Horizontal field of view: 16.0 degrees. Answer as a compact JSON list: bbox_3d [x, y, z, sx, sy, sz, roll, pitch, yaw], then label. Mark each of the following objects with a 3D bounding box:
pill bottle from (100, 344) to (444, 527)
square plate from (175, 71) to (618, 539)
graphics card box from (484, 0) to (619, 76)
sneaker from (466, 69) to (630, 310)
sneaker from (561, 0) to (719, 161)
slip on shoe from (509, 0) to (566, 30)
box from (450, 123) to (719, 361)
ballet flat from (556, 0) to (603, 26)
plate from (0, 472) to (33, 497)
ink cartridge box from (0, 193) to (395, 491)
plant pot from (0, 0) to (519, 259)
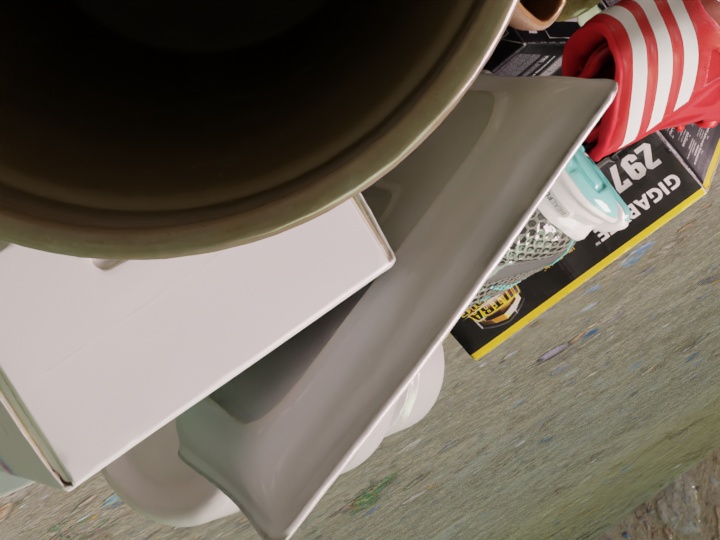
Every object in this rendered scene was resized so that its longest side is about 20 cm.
[{"bbox_3d":[-0.045,0.063,1.394,0.114,0.115,0.200,-41,164,34],"label":"pill bottle"},{"bbox_3d":[0.000,0.000,0.967,0.200,0.028,0.198,-53,-165,-4],"label":"square plate"},{"bbox_3d":[0.068,-0.090,1.236,0.125,0.051,0.200,-38,166,28],"label":"graphics card box"},{"bbox_3d":[0.047,-0.029,1.068,0.091,0.078,0.200,-39,-175,1],"label":"sneaker"},{"bbox_3d":[0.144,-0.087,1.056,0.115,0.079,0.200,-22,159,15],"label":"sneaker"},{"bbox_3d":[0.044,-0.150,0.853,0.076,0.061,0.200,-47,160,-28],"label":"slip on shoe"},{"bbox_3d":[0.124,-0.050,1.358,0.160,0.049,0.200,-36,-170,26],"label":"box"},{"bbox_3d":[0.130,-0.135,1.144,0.068,0.073,0.200,-1,-175,32],"label":"ballet flat"},{"bbox_3d":[-0.236,0.086,1.090,0.199,0.032,0.200,0,162,-40],"label":"plate"},{"bbox_3d":[-0.094,0.003,0.943,0.145,0.088,0.200,-36,-171,-17],"label":"ink cartridge box"},{"bbox_3d":[-0.050,-0.109,0.663,0.200,0.200,0.174,-33,-178,5],"label":"plant pot"}]
